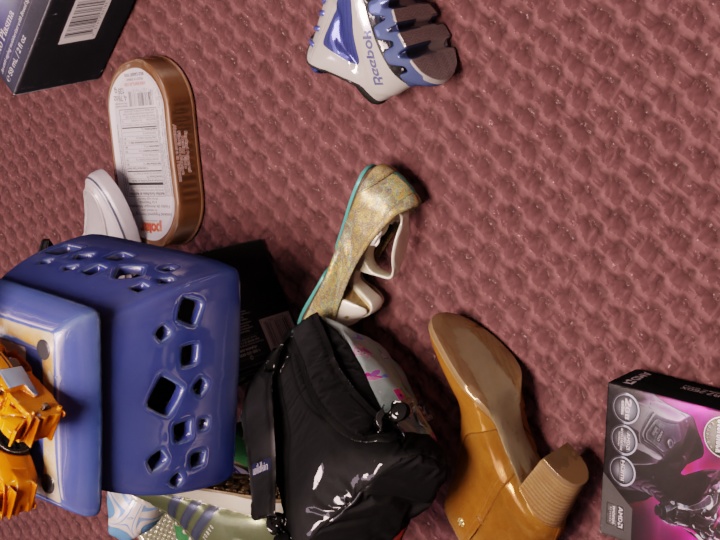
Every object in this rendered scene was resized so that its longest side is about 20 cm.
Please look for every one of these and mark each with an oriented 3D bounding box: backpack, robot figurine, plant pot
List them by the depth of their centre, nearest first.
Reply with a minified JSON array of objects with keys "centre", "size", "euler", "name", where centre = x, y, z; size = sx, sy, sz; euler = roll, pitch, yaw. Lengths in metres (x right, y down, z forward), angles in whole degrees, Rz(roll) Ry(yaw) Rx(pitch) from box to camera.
[{"centre":[-0.313,0.092,0.927],"size":[0.199,0.058,0.146],"euler":[36,118,27],"name":"robot figurine"},{"centre":[-0.233,0.088,1.017],"size":[0.199,0.179,0.202],"euler":[13,107,36],"name":"plant pot"},{"centre":[-0.017,0.139,1.024],"size":[0.167,0.126,0.201],"euler":[-41,42,13],"name":"backpack"}]

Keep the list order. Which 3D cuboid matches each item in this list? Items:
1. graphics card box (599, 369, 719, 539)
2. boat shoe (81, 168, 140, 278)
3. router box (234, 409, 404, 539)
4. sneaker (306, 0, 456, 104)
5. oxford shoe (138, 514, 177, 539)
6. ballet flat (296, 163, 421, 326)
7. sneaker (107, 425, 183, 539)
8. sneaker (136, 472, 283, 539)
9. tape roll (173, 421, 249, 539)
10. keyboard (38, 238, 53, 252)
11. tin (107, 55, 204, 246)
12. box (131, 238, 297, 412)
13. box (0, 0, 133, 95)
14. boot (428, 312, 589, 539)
[{"centre":[0.270,0.154,0.854],"size":[0.199,0.051,0.127],"euler":[13,109,41],"name":"graphics card box"},{"centre":[-0.272,-0.007,1.274],"size":[0.073,0.065,0.202],"euler":[25,132,49],"name":"boat shoe"},{"centre":[-0.052,0.226,1.171],"size":[0.200,0.049,0.181],"euler":[39,124,30],"name":"router box"},{"centre":[-0.009,-0.225,1.003],"size":[0.115,0.080,0.201],"euler":[-27,83,41],"name":"sneaker"},{"centre":[-0.218,0.285,1.334],"size":[0.058,0.075,0.201],"euler":[113,135,-75],"name":"oxford shoe"},{"centre":[0.000,0.000,1.063],"size":[0.071,0.070,0.201],"euler":[42,125,28],"name":"ballet flat"},{"centre":[-0.229,0.208,1.245],"size":[0.072,0.200,0.073],"euler":[35,106,-11],"name":"sneaker"},{"centre":[-0.144,0.231,1.100],"size":[0.199,0.067,0.091],"euler":[5,103,30],"name":"sneaker"},{"centre":[-0.103,0.249,1.157],"size":[0.199,0.048,0.202],"euler":[12,107,41],"name":"tape roll"},{"centre":[-0.306,0.073,1.281],"size":[0.201,0.020,0.128],"euler":[68,-169,-45],"name":"keyboard"},{"centre":[-0.218,-0.123,1.253],"size":[0.111,0.042,0.202],"euler":[4,103,47],"name":"tin"},{"centre":[-0.183,0.072,1.187],"size":[0.199,0.148,0.125],"euler":[-30,80,41],"name":"box"},{"centre":[-0.341,-0.329,1.243],"size":[0.199,0.123,0.200],"euler":[51,132,16],"name":"box"},{"centre":[0.097,0.150,1.004],"size":[0.202,0.070,0.145],"euler":[53,136,26],"name":"boot"}]
